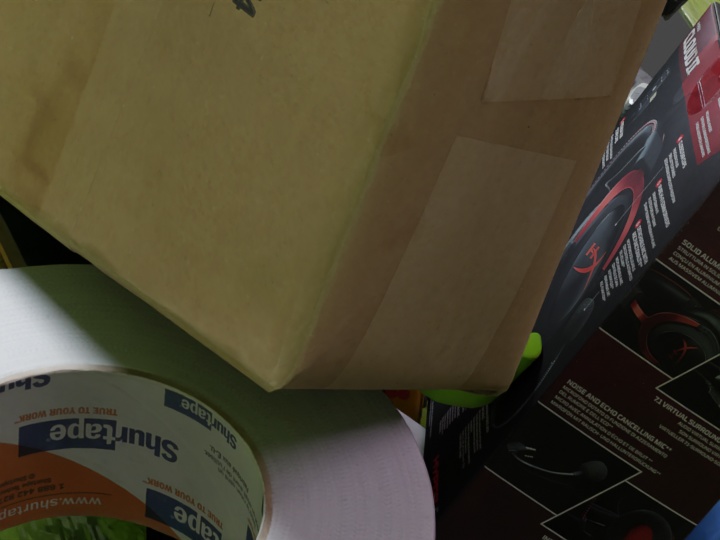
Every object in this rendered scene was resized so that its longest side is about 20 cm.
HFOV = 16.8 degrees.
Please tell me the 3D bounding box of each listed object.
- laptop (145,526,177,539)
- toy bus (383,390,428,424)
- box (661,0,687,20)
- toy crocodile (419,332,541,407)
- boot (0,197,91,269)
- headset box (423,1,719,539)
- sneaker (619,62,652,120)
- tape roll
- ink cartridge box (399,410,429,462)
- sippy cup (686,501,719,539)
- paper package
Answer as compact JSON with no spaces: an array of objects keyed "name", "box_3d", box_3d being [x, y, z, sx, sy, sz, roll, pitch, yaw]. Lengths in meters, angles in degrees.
[{"name":"laptop","box_3d":[-0.105,-0.012,0.891,0.115,0.201,0.187,5,25,9]},{"name":"toy bus","box_3d":[0.000,0.000,0.991,0.065,0.079,0.200,4,25,4]},{"name":"box","box_3d":[0.069,-0.232,1.120,0.200,0.050,0.199,33,25,-31]},{"name":"toy crocodile","box_3d":[-0.004,-0.033,0.840,0.062,0.068,0.200,11,30,-43]},{"name":"boot","box_3d":[-0.155,-0.023,0.902,0.200,0.075,0.074,54,17,-12]},{"name":"headset box","box_3d":[0.107,0.008,0.841,0.075,0.200,0.149,33,21,-11]},{"name":"sneaker","box_3d":[0.124,-0.078,1.086,0.200,0.075,0.116,39,37,-6]},{"name":"tape roll","box_3d":[-0.080,0.087,0.708,0.199,0.066,0.201,4,39,-4]},{"name":"ink cartridge box","box_3d":[0.037,0.146,0.850,0.200,0.083,0.147,36,25,-6]},{"name":"sippy cup","box_3d":[0.121,0.077,1.008,0.178,0.140,0.130,45,24,11]},{"name":"paper package","box_3d":[-0.012,-0.087,0.730,0.103,0.201,0.190,3,24,-47]}]
